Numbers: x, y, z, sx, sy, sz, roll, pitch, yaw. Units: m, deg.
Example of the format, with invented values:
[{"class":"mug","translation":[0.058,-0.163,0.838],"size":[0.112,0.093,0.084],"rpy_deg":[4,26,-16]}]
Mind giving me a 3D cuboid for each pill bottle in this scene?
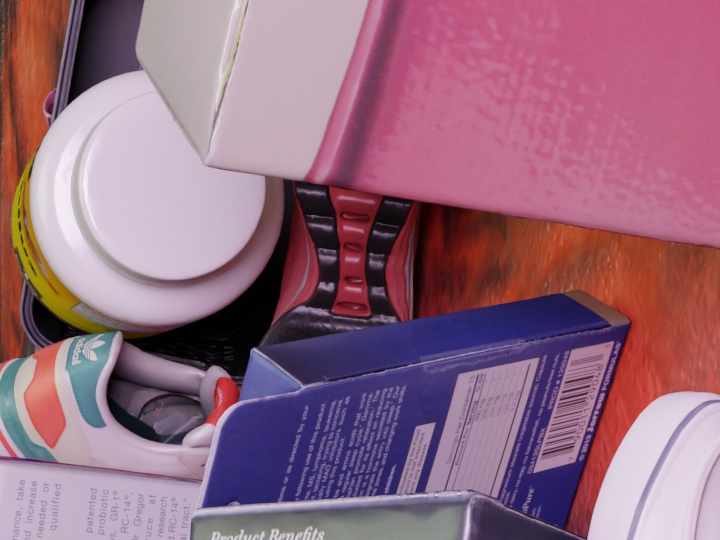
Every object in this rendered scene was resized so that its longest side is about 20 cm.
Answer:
[{"class":"pill bottle","translation":[-0.095,-0.027,1.087],"size":[0.200,0.109,0.110],"rpy_deg":[160,117,-77]}]

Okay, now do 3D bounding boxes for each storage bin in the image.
[{"class":"storage bin","translation":[-0.089,-0.054,1.240],"size":[0.094,0.135,0.201],"rpy_deg":[-106,27,-76]}]

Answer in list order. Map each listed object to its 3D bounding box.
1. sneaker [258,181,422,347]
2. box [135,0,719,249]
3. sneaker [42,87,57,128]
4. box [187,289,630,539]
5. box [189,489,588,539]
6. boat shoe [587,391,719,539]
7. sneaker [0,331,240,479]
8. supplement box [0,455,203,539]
[{"class":"sneaker","translation":[0.000,0.000,1.115],"size":[0.087,0.073,0.201],"rpy_deg":[-61,-18,-71]},{"class":"box","translation":[0.043,-0.085,0.773],"size":[0.128,0.199,0.109],"rpy_deg":[-125,46,-65]},{"class":"sneaker","translation":[-0.176,-0.088,1.626],"size":[0.070,0.082,0.200],"rpy_deg":[-102,27,-45]},{"class":"box","translation":[0.005,0.076,0.848],"size":[0.032,0.200,0.122],"rpy_deg":[33,118,35]},{"class":"box","translation":[0.023,0.181,0.759],"size":[0.107,0.148,0.201],"rpy_deg":[-6,70,33]},{"class":"boat shoe","translation":[0.108,0.134,0.722],"size":[0.065,0.073,0.201],"rpy_deg":[-10,73,50]},{"class":"sneaker","translation":[-0.076,0.094,1.132],"size":[0.093,0.200,0.071],"rpy_deg":[-26,38,36]},{"class":"supplement box","translation":[-0.077,0.139,1.047],"size":[0.101,0.199,0.104],"rpy_deg":[176,101,-71]}]
